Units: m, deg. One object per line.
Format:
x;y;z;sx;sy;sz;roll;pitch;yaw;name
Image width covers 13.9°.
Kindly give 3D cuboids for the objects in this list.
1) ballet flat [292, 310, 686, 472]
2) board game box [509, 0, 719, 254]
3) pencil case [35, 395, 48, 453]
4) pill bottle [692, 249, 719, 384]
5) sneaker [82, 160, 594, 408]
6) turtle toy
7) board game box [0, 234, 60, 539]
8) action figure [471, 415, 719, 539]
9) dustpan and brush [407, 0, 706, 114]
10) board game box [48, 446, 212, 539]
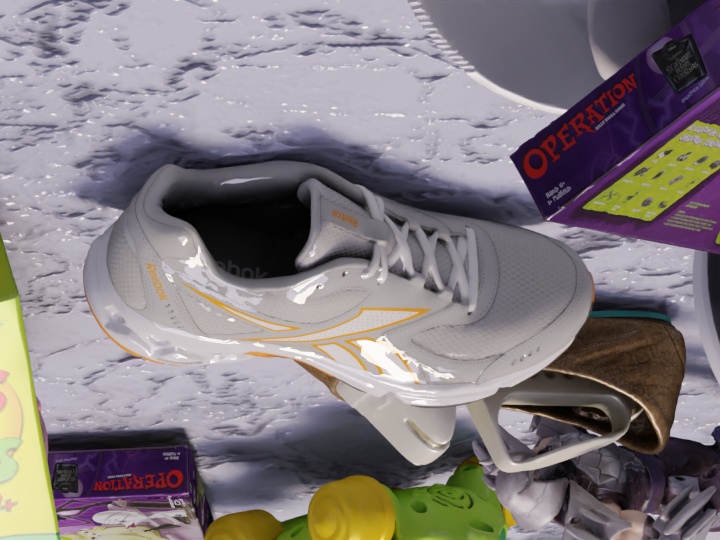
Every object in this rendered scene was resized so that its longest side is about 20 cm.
0.050;0.049;1.250;0.199;0.073;0.068;7;156;-25;ballet flat
0.138;-0.051;0.926;0.120;0.032;0.200;-34;161;22;board game box
-0.234;0.066;1.246;0.199;0.087;0.083;10;159;-30;pencil case
0.226;-0.006;1.057;0.199;0.113;0.112;-20;154;41;pill bottle
0.000;0.000;1.114;0.198;0.076;0.092;2;156;-16;sneaker
-0.004;0.161;1.470;0.199;0.102;0.145;-22;169;41;turtle toy
-0.178;0.077;1.189;0.101;0.048;0.201;-13;135;-10;board game box
0.136;0.093;1.331;0.199;0.130;0.070;5;120;-34;action figure
0.087;-0.070;0.938;0.138;0.058;0.200;-5;160;6;dustpan and brush
-0.137;0.132;1.512;0.119;0.033;0.200;1;161;3;board game box
